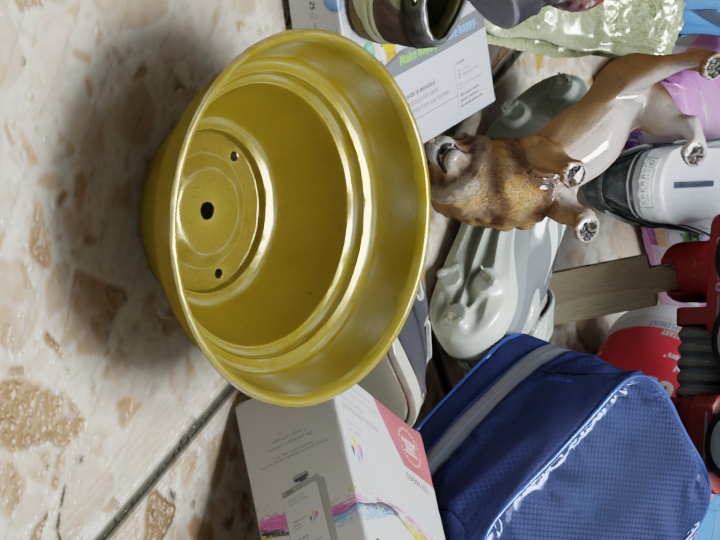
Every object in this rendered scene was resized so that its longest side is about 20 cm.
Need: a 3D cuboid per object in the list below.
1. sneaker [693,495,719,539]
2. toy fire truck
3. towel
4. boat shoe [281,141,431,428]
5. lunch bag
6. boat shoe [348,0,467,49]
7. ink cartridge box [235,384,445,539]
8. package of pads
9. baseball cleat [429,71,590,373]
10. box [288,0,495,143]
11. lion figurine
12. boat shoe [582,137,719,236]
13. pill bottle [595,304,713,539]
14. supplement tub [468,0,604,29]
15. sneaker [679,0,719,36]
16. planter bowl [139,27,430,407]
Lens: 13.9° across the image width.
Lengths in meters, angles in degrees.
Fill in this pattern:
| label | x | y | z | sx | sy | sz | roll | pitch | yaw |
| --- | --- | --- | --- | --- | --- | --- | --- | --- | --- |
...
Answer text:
| label | x | y | z | sx | sy | sz | roll | pitch | yaw |
| --- | --- | --- | --- | --- | --- | --- | --- | --- | --- |
| sneaker | 0.254 | 0.116 | 2.092 | 0.066 | 0.078 | 0.200 | -14 | 107 | -57 |
| toy fire truck | 0.207 | 0.052 | 1.868 | 0.129 | 0.200 | 0.176 | 5 | 86 | -34 |
| towel | 0.135 | -0.230 | 1.827 | 0.036 | 0.148 | 0.200 | 160 | -66 | -79 |
| boat shoe | 0.000 | 0.000 | 1.711 | 0.063 | 0.073 | 0.200 | -62 | 146 | -50 |
| lunch bag | 0.094 | 0.145 | 1.785 | 0.200 | 0.132 | 0.136 | -44 | 126 | -23 |
| boat shoe | 0.057 | -0.218 | 1.661 | 0.072 | 0.066 | 0.201 | 19 | 91 | -51 |
| ink cartridge box | 0.001 | 0.166 | 1.644 | 0.116 | 0.067 | 0.200 | 40 | 31 | -51 |
| package of pads | 0.238 | -0.082 | 2.046 | 0.121 | 0.076 | 0.200 | -47 | 130 | -39 |
| baseball cleat | 0.101 | -0.024 | 1.867 | 0.200 | 0.070 | 0.106 | -62 | 148 | -18 |
| box | 0.014 | -0.172 | 1.730 | 0.156 | 0.041 | 0.200 | -32 | 118 | -51 |
| lion figurine | 0.137 | -0.082 | 1.790 | 0.200 | 0.122 | 0.073 | -29 | 117 | -16 |
| boat shoe | 0.215 | -0.059 | 1.933 | 0.200 | 0.071 | 0.072 | 8 | 91 | -55 |
| pill bottle | 0.180 | 0.128 | 1.948 | 0.200 | 0.112 | 0.112 | -59 | 138 | -35 |
| supplement tub | 0.146 | -0.223 | 1.751 | 0.200 | 0.107 | 0.107 | -35 | 127 | -16 |
| sneaker | 0.187 | -0.191 | 1.916 | 0.200 | 0.066 | 0.078 | 19 | 114 | -25 |
| planter bowl | -0.058 | -0.030 | 1.587 | 0.200 | 0.083 | 0.201 | -6 | 98 | -48 |
